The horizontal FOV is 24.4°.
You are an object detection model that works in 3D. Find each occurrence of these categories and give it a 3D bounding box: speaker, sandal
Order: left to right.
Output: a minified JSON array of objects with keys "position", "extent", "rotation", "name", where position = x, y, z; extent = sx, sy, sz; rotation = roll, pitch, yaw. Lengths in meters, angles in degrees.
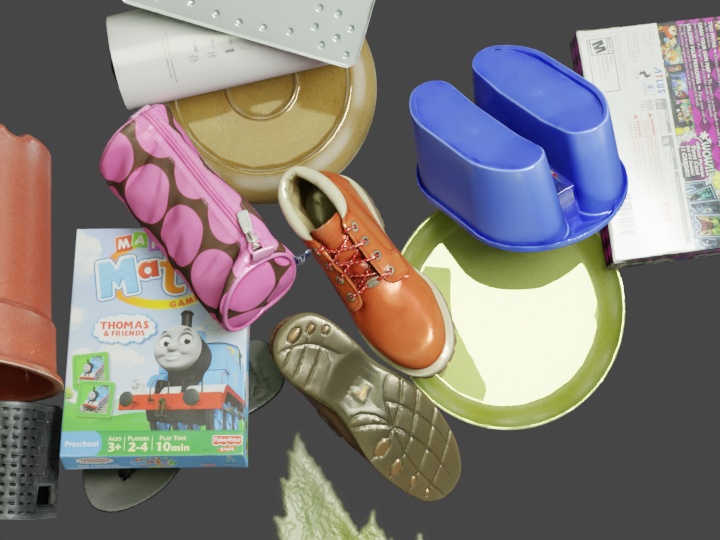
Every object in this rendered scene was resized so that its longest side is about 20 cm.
[{"position":[-0.152,0.125,1.386],"extent":[0.199,0.045,0.075],"rotation":[-36,83,-3],"name":"sandal"},{"position":[-0.109,-0.192,1.382],"extent":[0.197,0.081,0.082],"rotation":[-13,82,0],"name":"speaker"}]

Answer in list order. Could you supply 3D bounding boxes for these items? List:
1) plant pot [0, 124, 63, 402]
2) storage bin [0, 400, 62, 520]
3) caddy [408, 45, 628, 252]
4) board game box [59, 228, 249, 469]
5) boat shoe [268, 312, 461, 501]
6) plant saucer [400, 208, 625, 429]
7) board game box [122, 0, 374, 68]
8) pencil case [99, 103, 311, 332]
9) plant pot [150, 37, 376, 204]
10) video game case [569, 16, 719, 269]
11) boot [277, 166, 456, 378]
[{"position":[-0.330,-0.009,1.343],"extent":[0.198,0.201,0.198],"rotation":[2,75,2],"name":"plant pot"},{"position":[-0.349,0.150,1.341],"extent":[0.197,0.135,0.095],"rotation":[1,83,2],"name":"storage bin"},{"position":[0.126,-0.092,1.346],"extent":[0.140,0.106,0.200],"rotation":[-29,41,-17],"name":"caddy"},{"position":[-0.165,0.062,1.373],"extent":[0.149,0.037,0.202],"rotation":[-1,65,1],"name":"board game box"},{"position":[0.004,0.109,1.376],"extent":[0.200,0.068,0.072],"rotation":[44,82,-11],"name":"boat shoe"},{"position":[0.122,0.033,1.399],"extent":[0.197,0.031,0.203],"rotation":[0,82,1],"name":"plant saucer"},{"position":[-0.072,-0.280,1.294],"extent":[0.198,0.026,0.202],"rotation":[16,113,-3],"name":"board game box"},{"position":[-0.133,-0.050,1.352],"extent":[0.090,0.094,0.200],"rotation":[-34,63,-20],"name":"pencil case"},{"position":[-0.085,-0.159,1.431],"extent":[0.197,0.027,0.203],"rotation":[0,83,2],"name":"plant pot"},{"position":[0.279,-0.111,1.397],"extent":[0.179,0.036,0.203],"rotation":[-7,79,-6],"name":"video game case"},{"position":[0.000,0.000,1.345],"extent":[0.075,0.107,0.201],"rotation":[-39,69,9],"name":"boot"}]
